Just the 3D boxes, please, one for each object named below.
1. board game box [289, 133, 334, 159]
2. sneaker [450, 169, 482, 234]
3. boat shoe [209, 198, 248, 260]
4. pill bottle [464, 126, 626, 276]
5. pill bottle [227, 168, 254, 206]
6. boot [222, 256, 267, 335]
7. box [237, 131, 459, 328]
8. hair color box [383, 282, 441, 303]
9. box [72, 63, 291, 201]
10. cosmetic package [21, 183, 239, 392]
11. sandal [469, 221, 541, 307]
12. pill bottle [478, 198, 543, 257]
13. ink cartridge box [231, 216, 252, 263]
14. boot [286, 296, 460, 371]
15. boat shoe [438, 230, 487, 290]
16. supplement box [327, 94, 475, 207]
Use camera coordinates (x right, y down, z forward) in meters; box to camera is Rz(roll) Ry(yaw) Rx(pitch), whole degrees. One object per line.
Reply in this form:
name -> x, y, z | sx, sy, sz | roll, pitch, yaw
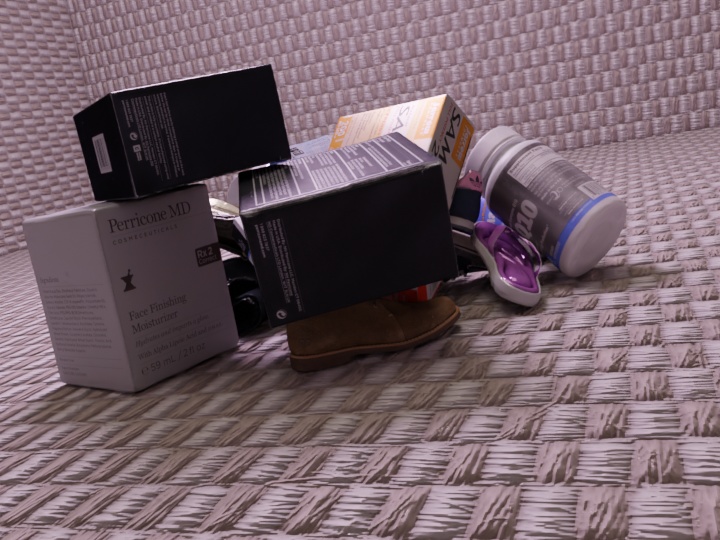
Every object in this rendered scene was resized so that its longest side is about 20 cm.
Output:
board game box -> -0.024, -0.135, 1.238 | 0.044, 0.198, 0.199 | -54, -13, 32
sneaker -> 0.096, -0.110, 1.019 | 0.069, 0.084, 0.199 | 13, 9, -38
boat shoe -> -0.155, -0.044, 1.092 | 0.195, 0.075, 0.065 | 14, 37, 5
pill bottle -> 0.233, -0.095, 0.974 | 0.112, 0.116, 0.200 | -18, 48, -36
pill bottle -> -0.129, -0.131, 1.282 | 0.114, 0.120, 0.199 | -4, 12, 32
boot -> -0.179, 0.033, 1.056 | 0.196, 0.079, 0.167 | 3, 12, 29
box -> -0.020, -0.051, 0.788 | 0.194, 0.126, 0.200 | -16, 20, -4
hair color box -> 0.005, -0.019, 0.927 | 0.196, 0.065, 0.112 | 17, 51, 24
box -> -0.205, -0.151, 0.846 | 0.179, 0.107, 0.198 | -18, 13, -30
cosmetic package -> -0.272, 0.016, 0.902 | 0.162, 0.205, 0.163 | -2, 14, 39
sandal -> 0.188, -0.021, 0.923 | 0.081, 0.051, 0.204 | 17, 26, -13
pill bottle -> 0.215, -0.078, 1.147 | 0.110, 0.115, 0.198 | -18, 13, -38
ink cartridge box -> -0.073, -0.057, 1.053 | 0.197, 0.040, 0.100 | -23, 58, -33
boot -> 0.015, 0.047, 0.807 | 0.195, 0.078, 0.073 | -12, 9, -15
boat shoe -> 0.118, -0.008, 1.027 | 0.195, 0.095, 0.075 | 19, 7, -1
supplement box -> 0.040, -0.144, 0.986 | 0.197, 0.129, 0.073 | -1, -28, 45
